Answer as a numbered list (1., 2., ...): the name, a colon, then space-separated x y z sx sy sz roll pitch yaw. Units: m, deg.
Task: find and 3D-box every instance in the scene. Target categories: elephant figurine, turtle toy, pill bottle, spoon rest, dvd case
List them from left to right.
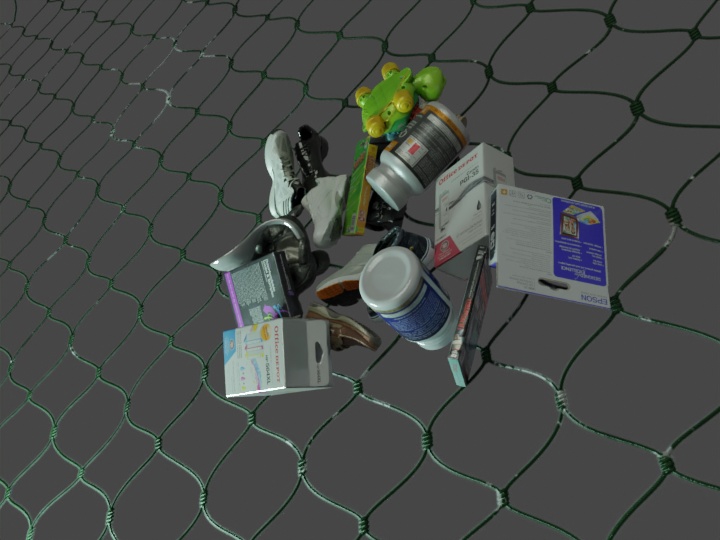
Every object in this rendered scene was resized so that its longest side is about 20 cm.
1. spoon rest: -0.214 -0.054 1.423 0.197 0.099 0.061 -23 94 7
2. elephant figurine: -0.133 -0.018 1.491 0.199 0.140 0.157 37 128 35
3. turtle toy: 0.083 -0.344 1.438 0.199 0.101 0.147 -37 43 21
4. pill bottle: 0.091 0.055 1.228 0.114 0.200 0.117 -18 52 25
5. pill bottle: 0.111 -0.222 1.384 0.200 0.116 0.116 -46 47 -2
6. dvd case: 0.187 0.078 1.187 0.022 0.146 0.203 10 69 18

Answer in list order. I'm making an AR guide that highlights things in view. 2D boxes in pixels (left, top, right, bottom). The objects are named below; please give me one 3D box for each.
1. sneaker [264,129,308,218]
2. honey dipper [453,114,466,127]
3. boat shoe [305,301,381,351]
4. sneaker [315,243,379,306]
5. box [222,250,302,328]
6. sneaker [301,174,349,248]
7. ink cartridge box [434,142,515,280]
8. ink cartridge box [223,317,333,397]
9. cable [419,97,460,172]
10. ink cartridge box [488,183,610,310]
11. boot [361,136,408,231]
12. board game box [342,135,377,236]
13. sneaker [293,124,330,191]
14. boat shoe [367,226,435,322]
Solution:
1. sneaker: -0.155 -0.216 1.592 0.114 0.075 0.204 9 106 50
2. honey dipper: 0.131 -0.327 1.488 0.198 0.038 0.038 23 76 31
3. boat shoe: -0.038 0.124 1.367 0.199 0.075 0.073 20 80 48
4. sneaker: 0.000 0.000 1.420 0.197 0.076 0.093 -23 44 12
5. box: -0.204 0.053 1.458 0.199 0.036 0.146 -19 86 48
6. sneaker: -0.084 -0.124 1.518 0.097 0.079 0.202 4 48 12
7. ink cartridge box: 0.208 -0.106 1.294 0.146 0.082 0.203 -35 43 48
8. ink cartridge box: -0.148 0.163 1.330 0.198 0.124 0.131 -16 74 40
9. cable: 0.145 -0.283 1.496 0.096 0.050 0.202 -23 51 13
10. ink cartridge box: 0.309 -0.034 1.164 0.194 0.044 0.203 12 60 -6
11. boot: 0.042 -0.180 1.506 0.163 0.065 0.204 0 73 49
12. board game box: -0.001 -0.173 1.473 0.095 0.029 0.204 -175 92 -73
13. sneaker: -0.119 -0.250 1.633 0.075 0.091 0.203 -22 54 19
14. boat shoe: 0.049 0.005 1.323 0.201 0.090 0.071 -55 28 24
